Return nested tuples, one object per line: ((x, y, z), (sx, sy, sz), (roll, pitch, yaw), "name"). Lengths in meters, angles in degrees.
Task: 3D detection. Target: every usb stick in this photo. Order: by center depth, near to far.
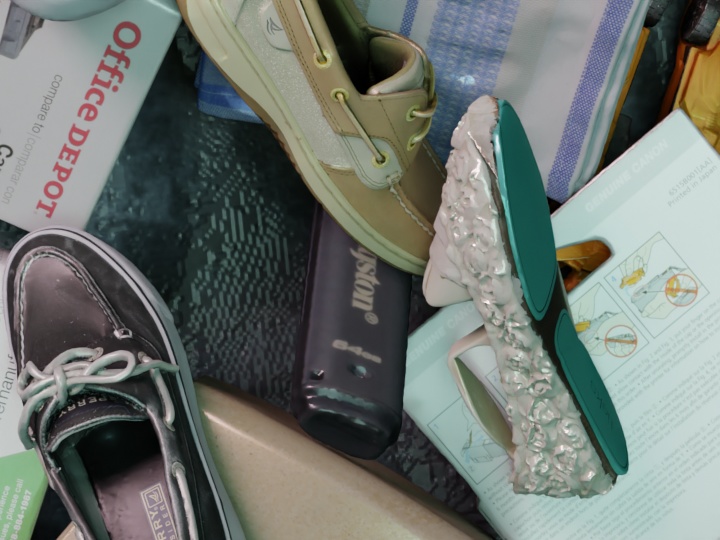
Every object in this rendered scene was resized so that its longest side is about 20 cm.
((0.000, 0.000, 0.894), (0.055, 0.201, 0.033), (27, 131, -20), "usb stick")

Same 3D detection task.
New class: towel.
((0.027, -0.107, 0.877), (0.198, 0.024, 0.148), (15, 131, -1), "towel")

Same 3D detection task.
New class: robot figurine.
((0.136, -0.075, 0.966), (0.144, 0.058, 0.202), (19, 91, -11), "robot figurine")

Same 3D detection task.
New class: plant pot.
((-0.053, 0.156, 0.894), (0.177, 0.200, 0.200), (41, 88, -1), "plant pot")

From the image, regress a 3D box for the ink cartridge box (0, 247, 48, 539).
((-0.233, 0.046, 0.896), (0.198, 0.087, 0.147), (19, 92, -10), "ink cartridge box")

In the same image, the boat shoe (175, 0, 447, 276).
((-0.001, -0.076, 0.845), (0.066, 0.074, 0.200), (-26, 128, 23), "boat shoe")

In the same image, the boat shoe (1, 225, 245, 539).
((-0.109, 0.060, 0.799), (0.073, 0.068, 0.201), (-25, 66, 9), "boat shoe")

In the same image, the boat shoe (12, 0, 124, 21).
((-0.080, -0.196, 0.780), (0.071, 0.091, 0.201), (32, 65, 8), "boat shoe")

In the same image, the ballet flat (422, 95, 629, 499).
((0.064, 0.022, 0.862), (0.071, 0.072, 0.201), (-24, 113, -7), "ballet flat")

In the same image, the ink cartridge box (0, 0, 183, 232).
((-0.187, -0.119, 0.859), (0.199, 0.086, 0.148), (24, 125, -10), "ink cartridge box")

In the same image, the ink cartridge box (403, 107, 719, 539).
((0.133, 0.050, 0.931), (0.200, 0.044, 0.174), (-40, 91, 8), "ink cartridge box")

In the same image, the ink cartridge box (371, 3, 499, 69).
((0.013, -0.196, 0.917), (0.199, 0.084, 0.146), (26, 91, -12), "ink cartridge box")
